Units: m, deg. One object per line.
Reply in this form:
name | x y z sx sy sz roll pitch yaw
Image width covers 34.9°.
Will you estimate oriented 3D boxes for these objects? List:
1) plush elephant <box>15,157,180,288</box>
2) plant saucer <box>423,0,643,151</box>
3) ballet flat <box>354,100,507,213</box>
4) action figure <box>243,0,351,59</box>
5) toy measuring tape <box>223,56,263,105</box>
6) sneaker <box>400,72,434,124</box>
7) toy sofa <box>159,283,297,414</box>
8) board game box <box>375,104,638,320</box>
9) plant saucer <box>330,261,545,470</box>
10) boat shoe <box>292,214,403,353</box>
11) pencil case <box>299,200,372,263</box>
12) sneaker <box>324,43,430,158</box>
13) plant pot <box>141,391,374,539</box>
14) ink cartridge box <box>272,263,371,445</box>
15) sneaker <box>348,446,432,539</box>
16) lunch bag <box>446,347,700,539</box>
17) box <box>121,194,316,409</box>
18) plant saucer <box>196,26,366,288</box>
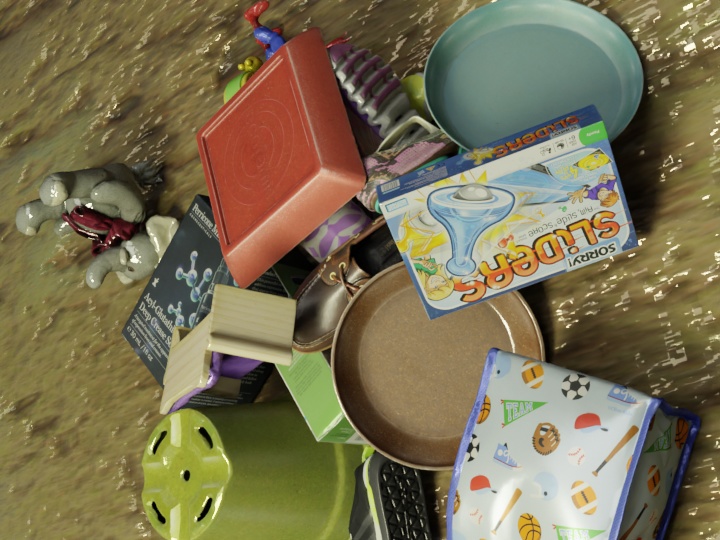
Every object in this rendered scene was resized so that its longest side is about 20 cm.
plush elephant | -0.314 -0.047 1.450 0.165 0.200 0.155 -25 87 50
plant saucer | 0.159 -0.171 1.060 0.199 0.027 0.201 -3 59 6
ballet flat | 0.078 -0.124 1.094 0.200 0.069 0.071 -26 68 -11
action figure | -0.060 -0.251 1.309 0.099 0.065 0.200 -28 45 2
toy measuring tape | -0.123 -0.166 1.348 0.073 0.073 0.201 -23 66 37
sneaker | -0.002 -0.153 1.232 0.200 0.076 0.076 -28 62 34
toy sofa | -0.133 0.089 1.127 0.200 0.083 0.098 143 136 -63
board game box | 0.130 -0.047 1.002 0.199 0.136 0.034 -21 33 8
plant saucer | 0.073 0.086 1.082 0.200 0.037 0.201 0 90 3
boat shoe | 0.000 0.000 1.109 0.070 0.070 0.200 44 86 7
pencil case | -0.042 -0.048 1.203 0.200 0.084 0.086 43 97 18
sneaker | 0.020 -0.138 1.166 0.200 0.080 0.088 49 133 -2
plant pot | -0.117 0.213 1.183 0.200 0.184 0.201 -11 73 41
ink cartridge box | -0.036 0.087 1.192 0.059 0.104 0.200 -49 53 22
sneaker | 0.029 0.273 1.131 0.083 0.072 0.201 -28 60 57
lunch bag | 0.171 0.188 0.972 0.170 0.124 0.201 14 83 40
box | -0.160 0.041 1.312 0.148 0.107 0.200 43 109 39
plant saucer | -0.093 -0.116 1.145 0.200 0.037 0.200 -38 55 34
